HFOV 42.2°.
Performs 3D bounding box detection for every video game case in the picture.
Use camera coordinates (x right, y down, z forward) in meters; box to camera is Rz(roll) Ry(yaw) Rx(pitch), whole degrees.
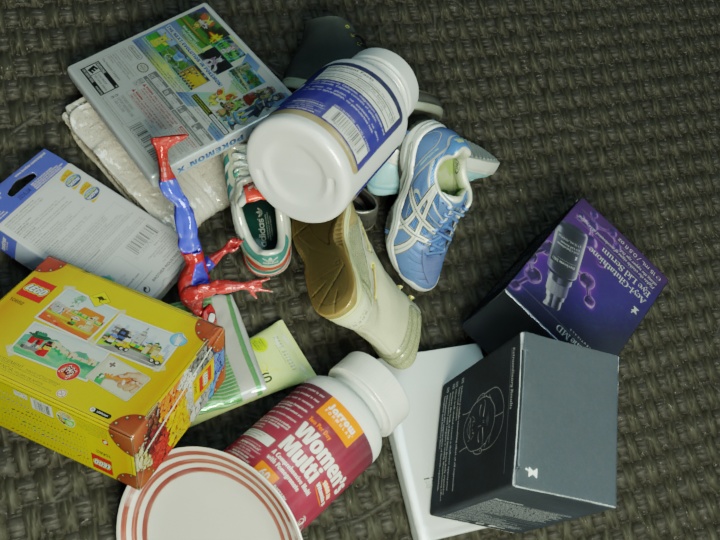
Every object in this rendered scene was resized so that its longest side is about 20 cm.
[{"bbox_3d":[-0.196,-0.199,1.023,0.182,0.022,0.200,-31,60,-18],"label":"video game case"}]

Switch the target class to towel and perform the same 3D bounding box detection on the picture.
[{"bbox_3d":[-0.206,0.090,0.933,0.199,0.023,0.153,-9,44,-21],"label":"towel"},{"bbox_3d":[-0.226,-0.136,1.049,0.200,0.034,0.132,47,62,4],"label":"towel"}]

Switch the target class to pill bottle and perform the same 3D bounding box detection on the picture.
[{"bbox_3d":[-0.020,-0.150,0.974,0.120,0.120,0.200,39,46,0],"label":"pill bottle"},{"bbox_3d":[-0.049,0.176,0.937,0.200,0.110,0.110,-39,85,-28],"label":"pill bottle"}]

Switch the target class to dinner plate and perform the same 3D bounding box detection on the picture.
[{"bbox_3d":[-0.136,0.256,0.855,0.200,0.200,0.024,51,21,7],"label":"dinner plate"}]

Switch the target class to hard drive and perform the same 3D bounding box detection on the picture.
[{"bbox_3d":[0.097,0.187,1.030,0.131,0.026,0.201,-7,71,-21],"label":"hard drive"}]

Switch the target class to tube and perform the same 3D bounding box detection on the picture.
[{"bbox_3d":[-0.146,0.117,0.965,0.200,0.052,0.058,-22,110,-30],"label":"tube"}]

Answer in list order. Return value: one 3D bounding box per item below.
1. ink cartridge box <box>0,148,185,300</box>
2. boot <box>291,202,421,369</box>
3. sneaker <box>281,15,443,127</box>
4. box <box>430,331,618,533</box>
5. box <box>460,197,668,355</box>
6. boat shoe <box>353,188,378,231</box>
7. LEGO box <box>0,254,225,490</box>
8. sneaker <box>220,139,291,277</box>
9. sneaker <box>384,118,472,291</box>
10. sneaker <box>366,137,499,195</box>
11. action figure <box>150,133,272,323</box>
[{"bbox_3d":[-0.284,-0.033,0.967,0.200,0.042,0.119,34,49,0],"label":"ink cartridge box"},{"bbox_3d":[0.000,0.000,1.021,0.155,0.072,0.200,42,28,-44],"label":"boot"},{"bbox_3d":[0.010,-0.241,1.114,0.199,0.075,0.107,14,79,9],"label":"sneaker"},{"bbox_3d":[0.160,0.168,0.932,0.107,0.200,0.149,14,65,-13],"label":"box"},{"bbox_3d":[0.239,0.039,1.083,0.148,0.104,0.200,43,53,2],"label":"box"},{"bbox_3d":[-0.062,-0.116,1.084,0.200,0.057,0.067,35,62,-2],"label":"boat shoe"},{"bbox_3d":[-0.247,0.087,0.855,0.199,0.077,0.149,21,44,14],"label":"LEGO box"},{"bbox_3d":[-0.110,-0.095,1.004,0.070,0.093,0.201,-9,84,-9],"label":"sneaker"},{"bbox_3d":[0.079,-0.066,1.052,0.076,0.077,0.201,-15,118,-33],"label":"sneaker"},{"bbox_3d":[0.083,-0.122,1.140,0.199,0.082,0.074,0,37,-38],"label":"sneaker"},{"bbox_3d":[-0.148,-0.039,0.940,0.099,0.065,0.201,-8,101,-11],"label":"action figure"}]
